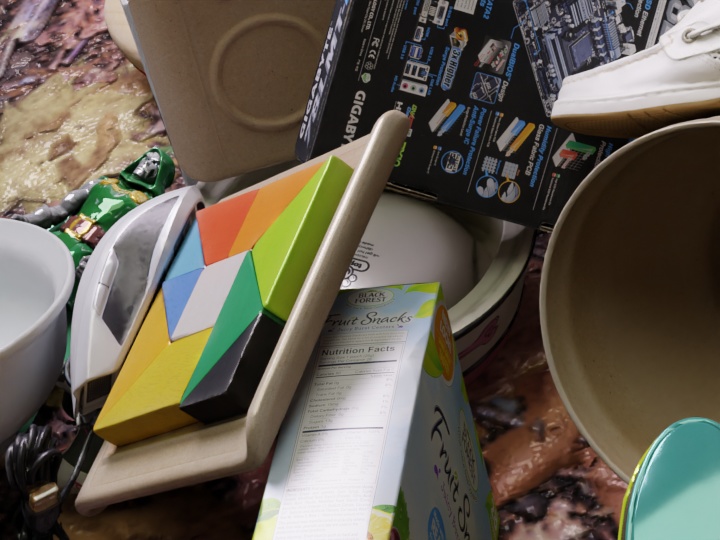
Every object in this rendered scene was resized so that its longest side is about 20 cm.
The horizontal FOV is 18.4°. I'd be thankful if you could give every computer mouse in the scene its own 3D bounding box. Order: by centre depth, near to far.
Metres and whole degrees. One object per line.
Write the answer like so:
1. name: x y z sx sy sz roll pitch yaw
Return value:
1. computer mouse: -0.134 0.042 1.124 0.044 0.110 0.200 19 67 8

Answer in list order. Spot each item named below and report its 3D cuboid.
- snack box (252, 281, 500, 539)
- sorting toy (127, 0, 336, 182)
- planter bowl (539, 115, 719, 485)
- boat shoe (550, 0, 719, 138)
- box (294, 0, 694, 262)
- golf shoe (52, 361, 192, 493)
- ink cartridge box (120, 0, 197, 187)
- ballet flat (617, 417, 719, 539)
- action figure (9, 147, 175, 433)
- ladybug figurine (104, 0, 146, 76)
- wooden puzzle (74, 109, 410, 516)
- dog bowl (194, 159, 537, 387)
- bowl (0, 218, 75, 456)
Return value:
1. snack box: 0.010 0.132 1.002 0.068 0.169 0.200 -4 43 14
2. sorting toy: -0.023 -0.155 1.181 0.200 0.185 0.036 -14 26 2
3. planter bowl: 0.206 0.012 1.076 0.200 0.200 0.135 12 21 29
4. boat shoe: 0.185 -0.109 1.068 0.200 0.071 0.069 -10 81 25
5. box: 0.088 -0.124 1.132 0.198 0.200 0.050 14 7 -13
6. golf shoe: -0.128 0.040 1.226 0.088 0.077 0.200 -16 40 11
7. ink cartridge box: -0.050 -0.121 1.283 0.147 0.200 0.083 -19 44 -2
8. ballet flat: 0.152 0.163 0.994 0.067 0.067 0.200 -6 49 10
9. action figure: -0.177 -0.002 1.301 0.118 0.055 0.200 27 59 26
10. ladybug figurine: -0.077 -0.153 1.423 0.200 0.072 0.136 20 52 34
11. wooden puzzle: -0.064 0.021 1.053 0.200 0.037 0.185 -26 36 57
12. dog bowl: 0.000 0.000 1.214 0.200 0.074 0.200 -5 46 5
13. bowl: -0.238 0.057 1.166 0.201 0.090 0.201 -10 26 5
